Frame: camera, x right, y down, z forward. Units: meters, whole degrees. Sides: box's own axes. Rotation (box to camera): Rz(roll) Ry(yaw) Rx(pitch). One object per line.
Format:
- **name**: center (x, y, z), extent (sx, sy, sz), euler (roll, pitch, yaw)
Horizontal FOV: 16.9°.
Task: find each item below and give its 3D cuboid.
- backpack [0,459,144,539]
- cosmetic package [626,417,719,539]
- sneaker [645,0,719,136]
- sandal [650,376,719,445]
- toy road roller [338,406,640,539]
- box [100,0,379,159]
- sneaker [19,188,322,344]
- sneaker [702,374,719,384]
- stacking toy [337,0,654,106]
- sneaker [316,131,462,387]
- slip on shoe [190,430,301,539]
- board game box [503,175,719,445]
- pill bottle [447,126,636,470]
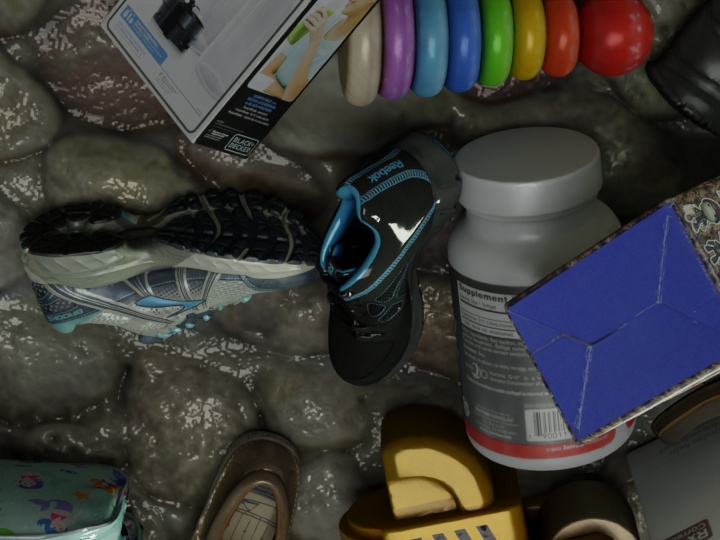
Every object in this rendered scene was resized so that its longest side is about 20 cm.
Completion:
- **backpack**: center (-0.226, 0.214, 1.598), extent (0.176, 0.200, 0.152), euler (3, 114, -3)
- **cosmetic package**: center (0.302, 0.202, 1.634), extent (0.164, 0.165, 0.201), euler (-27, 113, 9)
- **sneaker**: center (0.282, -0.104, 1.552), extent (0.199, 0.076, 0.091), euler (31, 101, -18)
- **sandal**: center (0.274, 0.072, 1.527), extent (0.199, 0.082, 0.055), euler (-31, 83, 25)
- **toy road roller**: center (0.084, 0.163, 1.635), extent (0.198, 0.123, 0.147), euler (-11, 104, 3)
- **box**: center (-0.055, -0.182, 1.473), extent (0.200, 0.117, 0.060), euler (-47, 150, 17)
- **sneaker**: center (-0.119, 0.002, 1.588), extent (0.198, 0.078, 0.087), euler (0, 126, 5)
- **sneaker**: center (0.313, 0.025, 1.588), extent (0.198, 0.071, 0.094), euler (-8, 150, -3)
- **stacking toy**: center (0.087, -0.148, 1.520), extent (0.198, 0.085, 0.086), euler (-2, 114, -6)
- **sneaker**: center (0.000, 0.000, 1.554), extent (0.082, 0.073, 0.201), euler (-25, 143, -36)
- **slip on shoe**: center (-0.087, 0.210, 1.678), extent (0.075, 0.061, 0.201), euler (17, 112, -10)
- **board game box**: center (0.216, 0.005, 1.453), extent (0.159, 0.199, 0.097), euler (-35, 80, 46)
- **pill bottle**: center (0.116, 0.017, 1.571), extent (0.115, 0.116, 0.202), euler (-6, 114, 0)
